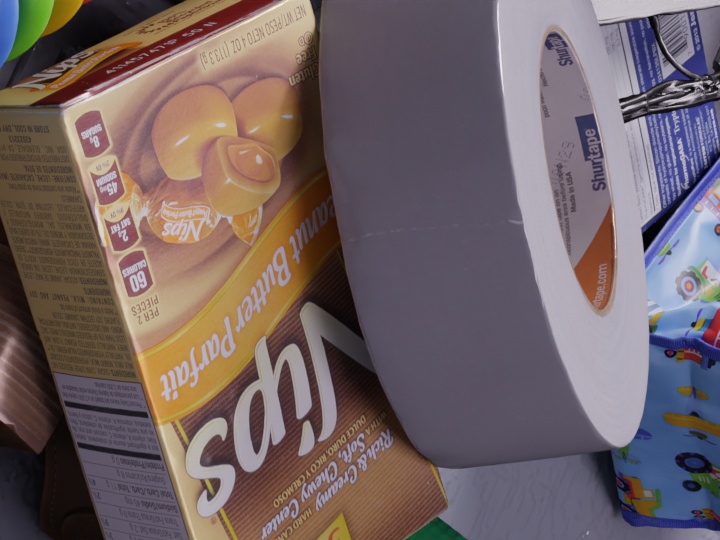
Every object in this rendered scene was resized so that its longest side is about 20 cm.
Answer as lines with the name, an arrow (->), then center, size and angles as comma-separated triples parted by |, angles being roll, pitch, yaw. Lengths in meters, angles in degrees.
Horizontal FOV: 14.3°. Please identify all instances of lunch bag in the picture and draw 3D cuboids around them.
lunch bag -> 0.188, 0.007, 1.310 | 0.200, 0.094, 0.151 | -61, 154, -31

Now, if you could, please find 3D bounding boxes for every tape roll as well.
tape roll -> 0.048, -0.030, 1.026 | 0.200, 0.066, 0.201 | -10, 90, -73

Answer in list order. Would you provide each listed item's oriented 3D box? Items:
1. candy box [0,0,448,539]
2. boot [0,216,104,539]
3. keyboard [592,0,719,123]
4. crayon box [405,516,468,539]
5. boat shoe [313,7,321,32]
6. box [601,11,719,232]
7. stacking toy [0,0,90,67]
candy box -> -0.048, 0.016, 0.973 | 0.115, 0.055, 0.200 | -31, 113, -38
boot -> -0.065, 0.026, 1.042 | 0.155, 0.074, 0.200 | -61, 141, -22
keyboard -> 0.114, -0.116, 1.192 | 0.200, 0.021, 0.127 | -12, 82, -36
crayon box -> -0.025, 0.186, 1.091 | 0.119, 0.058, 0.200 | -34, 149, -37
boat shoe -> 0.000, 0.000, 1.094 | 0.072, 0.062, 0.200 | -6, 111, -11
box -> 0.078, -0.048, 1.209 | 0.200, 0.032, 0.121 | -40, 128, -36
stacking toy -> -0.121, -0.094, 0.897 | 0.200, 0.085, 0.085 | -34, 126, -50
